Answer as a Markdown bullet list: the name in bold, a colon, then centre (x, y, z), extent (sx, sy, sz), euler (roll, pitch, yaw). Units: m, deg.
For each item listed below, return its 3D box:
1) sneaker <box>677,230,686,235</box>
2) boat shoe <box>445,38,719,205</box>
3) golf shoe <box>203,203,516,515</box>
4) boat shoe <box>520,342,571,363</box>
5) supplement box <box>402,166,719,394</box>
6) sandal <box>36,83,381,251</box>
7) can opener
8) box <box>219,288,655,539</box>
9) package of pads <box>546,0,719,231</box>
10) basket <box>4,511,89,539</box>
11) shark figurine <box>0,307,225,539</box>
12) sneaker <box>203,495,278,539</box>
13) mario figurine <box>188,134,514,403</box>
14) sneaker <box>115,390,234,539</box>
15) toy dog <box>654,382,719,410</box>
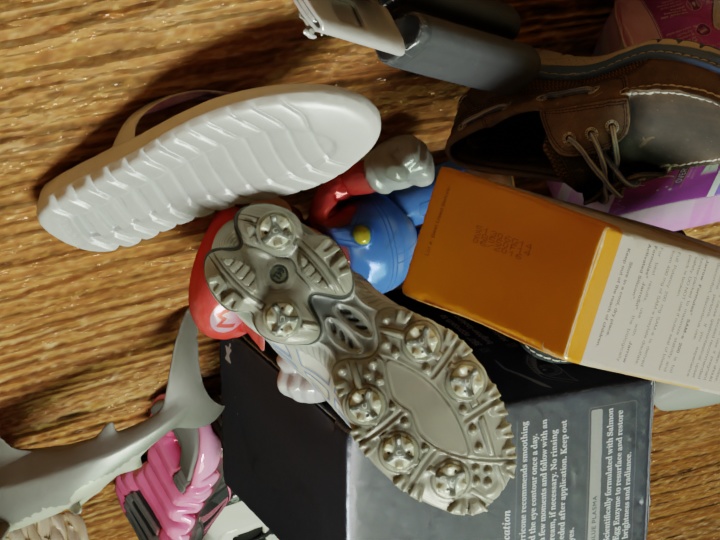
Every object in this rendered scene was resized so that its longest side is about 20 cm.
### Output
- **sneaker**: centre (0.139, 0.030, 1.759), extent (0.200, 0.081, 0.086), euler (-30, 171, 36)
- **boat shoe**: centre (0.128, -0.069, 1.394), extent (0.200, 0.072, 0.072), euler (2, -134, 47)
- **golf shoe**: centre (0.003, 0.044, 1.415), extent (0.078, 0.200, 0.097), euler (-43, -178, -4)
- **boat shoe**: centre (0.126, 0.016, 1.589), extent (0.200, 0.075, 0.061), euler (-53, 161, -63)
- **supplement box**: centre (0.138, 0.012, 1.408), extent (0.200, 0.126, 0.074), euler (13, 96, -43)
- **sandal**: centre (-0.084, -0.066, 1.380), extent (0.202, 0.050, 0.082), euler (-18, 146, 26)
- **can opener**: centre (0.030, -0.128, 1.326), extent (0.066, 0.053, 0.200), euler (-33, 155, 24)
- **box**: centre (0.042, 0.097, 1.623), extent (0.199, 0.197, 0.118), euler (-8, 112, -23)
- **package of pads**: centre (0.182, -0.091, 1.517), extent (0.120, 0.076, 0.200), euler (-15, 157, -15)
- **basket**: centre (-0.268, 0.261, 1.740), extent (0.161, 0.201, 0.198), euler (-32, 154, 31)
- **shark figurine**: centre (-0.188, 0.105, 1.638), extent (0.214, 0.090, 0.128), euler (-27, -168, 34)
- **sneaker**: centre (-0.078, 0.192, 1.926), extent (0.073, 0.080, 0.200), euler (-17, 156, -6)
- **mario figurine**: centre (0.000, 0.000, 1.508), extent (0.199, 0.124, 0.106), euler (-17, 175, -23)
- **sneaker**: centre (-0.100, 0.132, 1.791), extent (0.095, 0.079, 0.200), euler (-23, 162, -28)
- **toy dog**: centre (0.219, 0.051, 1.890), extent (0.199, 0.097, 0.132), euler (-9, 162, 8)
